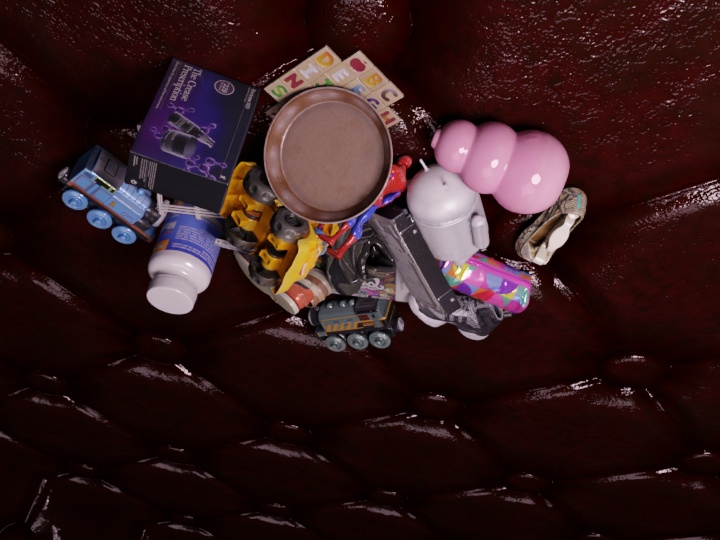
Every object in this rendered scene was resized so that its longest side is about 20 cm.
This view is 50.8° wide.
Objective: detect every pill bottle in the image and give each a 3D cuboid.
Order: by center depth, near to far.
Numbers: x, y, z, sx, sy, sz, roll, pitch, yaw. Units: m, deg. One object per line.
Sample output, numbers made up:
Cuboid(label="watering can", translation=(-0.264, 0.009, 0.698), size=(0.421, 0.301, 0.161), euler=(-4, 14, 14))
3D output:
Cuboid(label="pill bottle", translation=(-0.313, -0.027, 1.356), size=(0.112, 0.200, 0.112), euler=(7, 144, 5))

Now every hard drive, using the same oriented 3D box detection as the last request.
Cuboid(label="hard drive", translation=(0.084, -0.023, 1.277), size=(0.200, 0.038, 0.140), euler=(60, 169, -23))

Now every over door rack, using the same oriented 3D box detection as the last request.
Cuboid(label="over door rack", translation=(-0.276, -0.171, 1.270), size=(0.147, 0.067, 0.200), euler=(6, 137, 4))

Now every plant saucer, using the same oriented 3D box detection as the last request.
Cuboid(label="plant saucer", translation=(-0.046, -0.171, 1.134), size=(0.200, 0.201, 0.034), euler=(-1, -174, 16))

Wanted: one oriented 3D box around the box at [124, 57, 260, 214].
Cuboid(label="box", translation=(-0.240, -0.198, 1.104), size=(0.141, 0.200, 0.079), euler=(19, 143, -13))

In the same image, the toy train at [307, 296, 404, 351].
Cuboid(label="toy train", translation=(-0.012, 0.102, 1.564), size=(0.200, 0.085, 0.114), euler=(-8, 128, 27))

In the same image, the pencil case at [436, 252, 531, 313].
Cuboid(label="pencil case", translation=(0.215, 0.010, 1.370), size=(0.200, 0.089, 0.088), euler=(21, 143, -18))

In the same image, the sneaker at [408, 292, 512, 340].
Cuboid(label="sneaker", translation=(0.197, 0.065, 1.461), size=(0.200, 0.076, 0.114), euler=(23, 142, -26))

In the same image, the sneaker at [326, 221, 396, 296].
Cuboid(label="sneaker", translation=(0.000, 0.000, 1.326), size=(0.076, 0.114, 0.200), euler=(-23, 148, -27))

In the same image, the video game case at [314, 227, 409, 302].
Cuboid(label="video game case", translation=(0.000, -0.014, 1.433), size=(0.199, 0.036, 0.181), euler=(7, 143, 6))

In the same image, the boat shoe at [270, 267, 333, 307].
Cuboid(label="boat shoe", translation=(-0.148, 0.023, 1.459), size=(0.200, 0.072, 0.076), euler=(11, 141, 35))

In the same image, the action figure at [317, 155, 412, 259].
Cuboid(label="action figure", translation=(0.013, -0.109, 1.186), size=(0.052, 0.200, 0.065), euler=(32, 162, 40))

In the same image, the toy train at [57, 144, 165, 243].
Cuboid(label="toy train", translation=(-0.436, -0.127, 1.352), size=(0.114, 0.087, 0.200), euler=(-26, 129, 32))

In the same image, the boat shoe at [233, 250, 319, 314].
Cuboid(label="boat shoe", translation=(-0.159, 0.008, 1.396), size=(0.200, 0.063, 0.071), euler=(35, 158, 36))

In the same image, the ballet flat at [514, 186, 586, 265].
Cuboid(label="ballet flat", translation=(0.311, -0.056, 1.260), size=(0.068, 0.075, 0.200), euler=(16, 144, -9))

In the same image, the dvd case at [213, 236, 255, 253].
Cuboid(label="dvd case", translation=(-0.177, -0.037, 1.361), size=(0.148, 0.016, 0.200), euler=(14, -176, -4))

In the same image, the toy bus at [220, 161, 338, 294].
Cuboid(label="toy bus", translation=(-0.106, -0.076, 1.242), size=(0.192, 0.200, 0.136), euler=(-10, 145, -42))

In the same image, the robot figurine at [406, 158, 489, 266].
Cuboid(label="robot figurine", translation=(0.140, -0.093, 1.218), size=(0.169, 0.113, 0.200), euler=(31, 160, 37))

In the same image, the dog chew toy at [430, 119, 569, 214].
Cuboid(label="dog chew toy", translation=(0.201, -0.162, 1.115), size=(0.200, 0.125, 0.125), euler=(21, 144, 0))

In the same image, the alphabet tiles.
Cuboid(label="alphabet tiles", translation=(-0.042, -0.251, 1.145), size=(0.200, 0.006, 0.166), euler=(-23, 132, 37))
